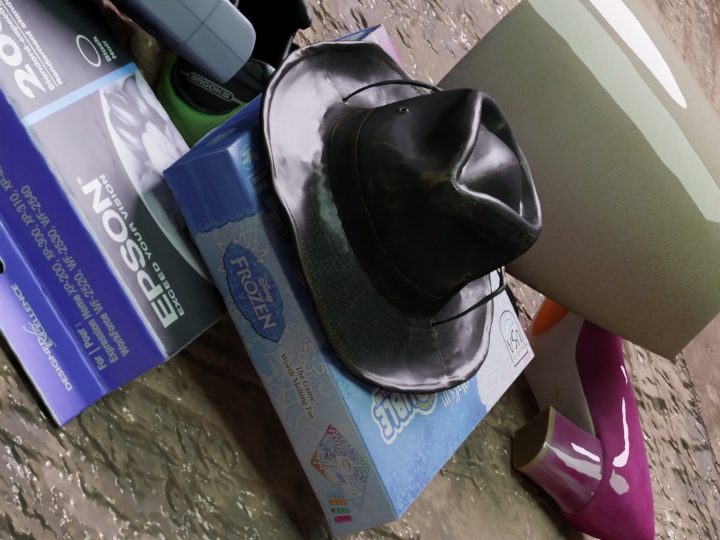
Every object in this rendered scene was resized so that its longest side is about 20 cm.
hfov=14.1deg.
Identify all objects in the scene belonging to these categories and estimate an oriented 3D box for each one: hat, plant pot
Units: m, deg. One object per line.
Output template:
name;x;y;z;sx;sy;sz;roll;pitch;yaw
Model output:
hat;0.039;-0.035;1.415;0.200;0.081;0.201;35;47;-47
plant pot;0.141;-0.051;1.682;0.200;0.187;0.187;46;22;6

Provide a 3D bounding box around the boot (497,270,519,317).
boot;0.011;-0.010;1.583;0.200;0.070;0.132;51;29;-7

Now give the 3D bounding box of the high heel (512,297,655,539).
high heel;0.147;0.075;1.735;0.096;0.067;0.200;38;33;-19

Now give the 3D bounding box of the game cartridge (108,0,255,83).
game cartridge;-0.139;-0.173;1.440;0.200;0.041;0.133;41;1;-35

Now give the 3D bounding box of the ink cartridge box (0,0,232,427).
ink cartridge box;-0.138;-0.046;1.349;0.198;0.043;0.200;58;23;-4

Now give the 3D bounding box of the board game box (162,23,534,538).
board game box;0.000;0.000;1.457;0.200;0.043;0.200;66;30;-12

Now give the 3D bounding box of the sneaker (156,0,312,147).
sneaker;-0.063;-0.138;1.564;0.077;0.084;0.200;40;29;-38
